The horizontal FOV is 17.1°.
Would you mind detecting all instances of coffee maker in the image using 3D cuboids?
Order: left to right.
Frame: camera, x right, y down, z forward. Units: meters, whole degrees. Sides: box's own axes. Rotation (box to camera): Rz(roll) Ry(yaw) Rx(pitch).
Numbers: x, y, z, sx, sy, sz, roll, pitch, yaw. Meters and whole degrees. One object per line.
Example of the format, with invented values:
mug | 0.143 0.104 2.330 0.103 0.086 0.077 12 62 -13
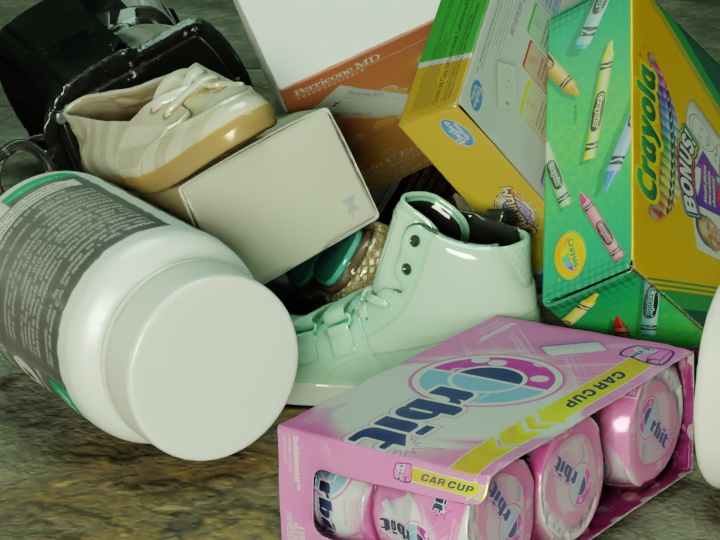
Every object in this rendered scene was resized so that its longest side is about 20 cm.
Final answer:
coffee maker | -0.190 -0.121 1.664 0.191 0.135 0.200 -8 18 -20

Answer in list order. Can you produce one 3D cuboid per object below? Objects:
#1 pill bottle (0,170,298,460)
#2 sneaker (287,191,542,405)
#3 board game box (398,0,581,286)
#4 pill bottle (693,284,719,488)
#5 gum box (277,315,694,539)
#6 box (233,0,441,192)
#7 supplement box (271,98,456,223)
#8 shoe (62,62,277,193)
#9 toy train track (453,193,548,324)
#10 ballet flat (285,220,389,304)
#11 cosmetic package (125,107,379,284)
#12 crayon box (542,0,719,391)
pill bottle | -0.121 0.023 1.240 0.113 0.114 0.200 -10 19 -29
sneaker | 0.005 0.010 1.268 0.200 0.119 0.074 5 20 21
board game box | 0.112 -0.072 1.323 0.040 0.200 0.153 -19 37 37
pill bottle | 0.264 0.061 1.113 0.199 0.111 0.111 7 19 23
gum box | 0.059 0.085 1.112 0.113 0.066 0.200 10 21 34
box | 0.003 -0.133 1.436 0.124 0.098 0.200 -25 -21 -1
supplement box | 0.034 -0.104 1.653 0.109 0.061 0.200 44 36 19
shoe | -0.111 -0.079 1.307 0.070 0.054 0.200 -35 14 -26
toy train track | 0.122 -0.004 1.372 0.199 0.033 0.115 3 52 -38
ballet flat | 0.000 0.000 1.405 0.065 0.071 0.200 32 5 -13
cosmetic package | -0.081 -0.038 1.377 0.105 0.071 0.200 -30 11 -21
crayon box | 0.154 -0.041 1.265 0.058 0.119 0.201 -24 44 33
